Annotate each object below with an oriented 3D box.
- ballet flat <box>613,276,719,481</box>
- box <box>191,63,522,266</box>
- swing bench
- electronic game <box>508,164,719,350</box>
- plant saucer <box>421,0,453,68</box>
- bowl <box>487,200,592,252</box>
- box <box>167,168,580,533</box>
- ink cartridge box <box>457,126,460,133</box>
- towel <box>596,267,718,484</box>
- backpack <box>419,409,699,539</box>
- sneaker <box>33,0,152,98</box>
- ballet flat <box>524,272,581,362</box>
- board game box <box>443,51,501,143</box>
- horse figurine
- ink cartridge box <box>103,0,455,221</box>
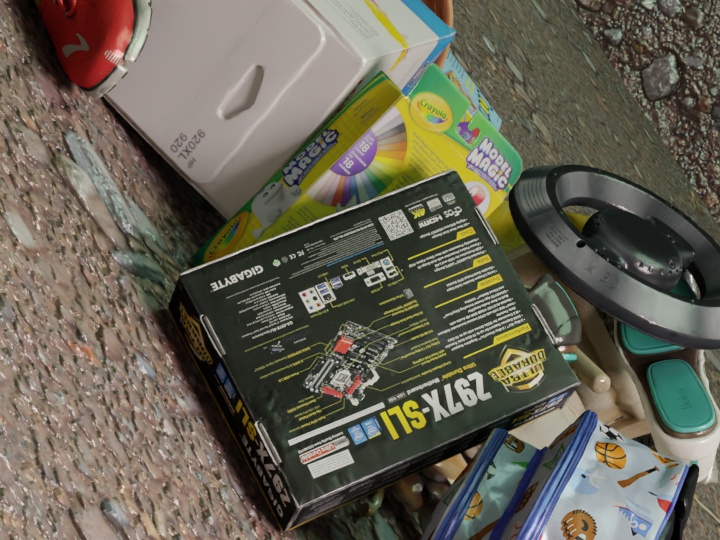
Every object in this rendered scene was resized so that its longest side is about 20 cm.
[{"bbox_3d":[0.223,0.079,1.510,0.069,0.069,0.201,46,23,-29],"label":"ballet flat"},{"bbox_3d":[0.001,-0.036,1.332,0.117,0.200,0.048,44,6,-35],"label":"box"},{"bbox_3d":[0.141,0.118,1.510,0.199,0.129,0.200,59,12,-29],"label":"swing bench"},{"bbox_3d":[0.196,-0.012,1.510,0.199,0.042,0.200,24,28,-14],"label":"electronic game"},{"bbox_3d":[-0.031,-0.191,1.544,0.200,0.200,0.038,49,15,-20],"label":"plant saucer"},{"bbox_3d":[0.099,-0.003,1.669,0.200,0.199,0.108,8,91,-68],"label":"bowl"},{"bbox_3d":[0.008,0.044,1.240,0.160,0.199,0.049,61,-24,16],"label":"box"},{"bbox_3d":[-0.019,-0.129,1.666,0.199,0.037,0.095,25,19,-1],"label":"ink cartridge box"},{"bbox_3d":[0.216,0.080,1.683,0.034,0.192,0.202,-7,88,-27],"label":"towel"},{"bbox_3d":[0.107,0.175,1.200,0.154,0.191,0.200,31,37,-3],"label":"backpack"},{"bbox_3d":[-0.196,-0.185,1.325,0.085,0.077,0.200,23,27,-41],"label":"sneaker"},{"bbox_3d":[0.040,0.043,1.319,0.068,0.199,0.069,138,-60,-80],"label":"ballet flat"},{"bbox_3d":[0.023,-0.170,1.827,0.200,0.103,0.105,52,16,-9],"label":"board game box"},{"bbox_3d":[0.050,0.165,1.352,0.201,0.050,0.132,61,24,8],"label":"horse figurine"},{"bbox_3d":[-0.057,-0.145,1.412,0.145,0.147,0.200,43,20,7],"label":"ink cartridge box"}]
